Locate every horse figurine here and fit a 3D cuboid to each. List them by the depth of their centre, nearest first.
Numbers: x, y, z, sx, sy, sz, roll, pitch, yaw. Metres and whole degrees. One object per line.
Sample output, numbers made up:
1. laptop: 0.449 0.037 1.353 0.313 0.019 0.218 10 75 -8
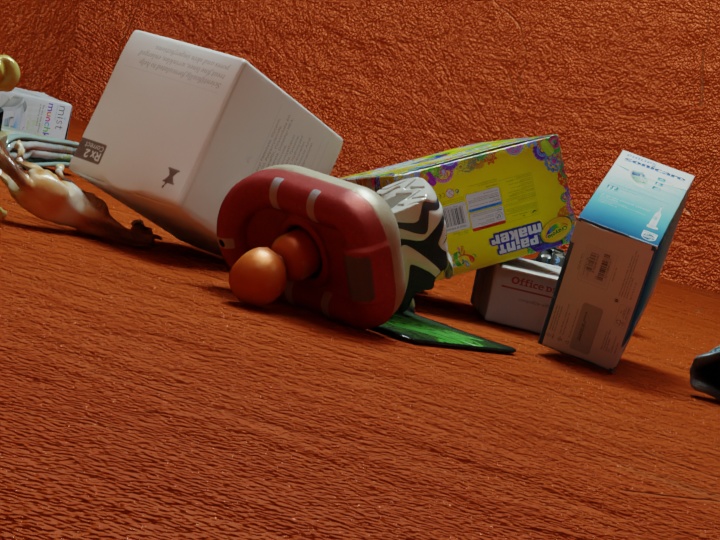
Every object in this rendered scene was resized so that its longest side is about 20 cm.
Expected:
1. horse figurine: -0.306 -0.080 1.695 0.200 0.050 0.133 31 9 -46

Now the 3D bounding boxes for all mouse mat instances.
1. mouse mat: 0.031 0.046 1.608 0.160 0.008 0.199 9 8 -46

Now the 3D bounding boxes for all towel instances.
1. towel: -0.515 -0.181 2.405 0.170 0.049 0.200 13 4 24

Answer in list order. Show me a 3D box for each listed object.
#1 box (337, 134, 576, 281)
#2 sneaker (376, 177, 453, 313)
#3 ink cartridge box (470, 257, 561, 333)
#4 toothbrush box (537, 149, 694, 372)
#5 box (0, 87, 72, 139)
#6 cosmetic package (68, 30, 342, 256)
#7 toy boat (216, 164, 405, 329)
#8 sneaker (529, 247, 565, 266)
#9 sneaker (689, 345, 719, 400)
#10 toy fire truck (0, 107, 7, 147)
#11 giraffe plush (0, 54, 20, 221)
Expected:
1. box: 0.103 -0.068 1.867 0.199 0.123 0.192 -15 7 -19
2. sneaker: 0.000 0.000 1.641 0.198 0.130 0.080 -22 29 9
3. ink cartridge box: 0.192 0.029 1.882 0.115 0.067 0.200 13 5 -3
4. toothbrush box: 0.259 -0.013 1.691 0.085 0.147 0.200 22 30 13
5. box: -0.589 -0.253 2.694 0.176 0.097 0.199 10 6 -42
6. cosmetic package: -0.157 -0.120 1.744 0.164 0.166 0.200 19 -10 35
7. toy boat: -0.063 -0.011 1.490 0.130 0.131 0.199 -27 30 -35
8. sneaker: 0.279 0.017 2.170 0.110 0.077 0.200 18 -1 -18
9. sneaker: 0.385 0.112 1.558 0.095 0.080 0.199 -1 4 -32
10. toy fire truck: -0.478 -0.141 1.739 0.175 0.130 0.200 15 17 8
11. giraffe plush: -0.410 -0.143 1.585 0.199 0.164 0.172 16 5 32
